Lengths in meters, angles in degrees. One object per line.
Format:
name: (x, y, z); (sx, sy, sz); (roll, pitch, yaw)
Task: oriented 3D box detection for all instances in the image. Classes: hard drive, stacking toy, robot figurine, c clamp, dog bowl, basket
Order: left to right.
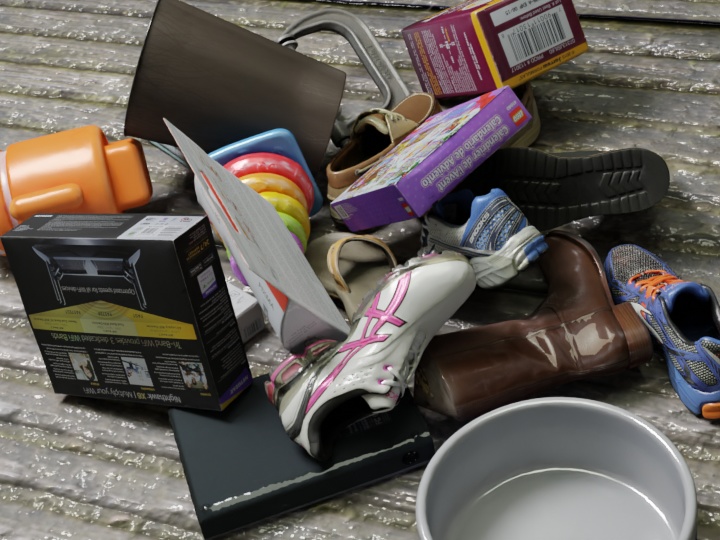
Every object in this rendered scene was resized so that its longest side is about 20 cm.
robot figurine: (-0.315, -0.080, 1.409); (0.198, 0.117, 0.145); (-14, 49, -4)
basket: (-0.124, -0.175, 1.384); (0.198, 0.180, 0.137); (18, 68, -7)
stacking toy: (-0.087, -0.025, 1.286); (0.109, 0.117, 0.201); (-20, 43, 6)
hard drive: (-0.053, 0.135, 1.144); (0.198, 0.033, 0.140); (-18, 39, -8)
c clamp: (-0.031, -0.203, 1.498); (0.169, 0.027, 0.201); (-16, 65, -22)
dog bowl: (0.142, 0.190, 0.992); (0.197, 0.079, 0.201); (-7, 38, 6)

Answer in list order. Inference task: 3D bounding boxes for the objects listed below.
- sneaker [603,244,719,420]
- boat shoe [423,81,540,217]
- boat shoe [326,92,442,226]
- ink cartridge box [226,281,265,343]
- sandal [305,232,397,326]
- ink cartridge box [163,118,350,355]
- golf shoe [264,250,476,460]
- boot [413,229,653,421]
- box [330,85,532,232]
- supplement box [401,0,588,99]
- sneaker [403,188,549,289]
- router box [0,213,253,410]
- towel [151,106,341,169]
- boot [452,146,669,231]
sneaker: (0.266, 0.033, 1.152); (0.075, 0.079, 0.200); (-21, 40, -12)
boat shoe: (0.110, -0.127, 1.395); (0.071, 0.065, 0.200); (20, 48, 33)
boat shoe: (0.026, -0.128, 1.406); (0.075, 0.074, 0.201); (3, 40, 30)
ink cartridge box: (-0.191, 0.030, 1.304); (0.099, 0.040, 0.199); (-37, 47, -28)
sandal: (0.000, 0.000, 1.265); (0.079, 0.055, 0.200); (-18, 26, -10)
ink cartridge box: (-0.094, -0.017, 1.114); (0.057, 0.200, 0.163); (-39, 62, 12)
golf shoe: (0.021, 0.070, 1.096); (0.200, 0.073, 0.092); (-41, 53, 7)
boot: (0.120, 0.045, 1.169); (0.198, 0.065, 0.187); (-16, 34, -12)
box: (0.059, -0.097, 1.242); (0.137, 0.039, 0.200); (-42, 10, -14)
supplement box: (0.137, -0.243, 1.450); (0.109, 0.086, 0.200); (-26, 13, -17)
sneaker: (0.089, -0.031, 1.213); (0.077, 0.086, 0.200); (-34, 7, -27)
router box: (-0.200, 0.033, 1.177); (0.198, 0.159, 0.052); (3, 27, 32)
towel: (-0.145, -0.179, 1.539); (0.170, 0.049, 0.199); (-34, 44, -24)
boot: (0.191, -0.079, 1.297); (0.197, 0.079, 0.138); (2, 7, 13)
